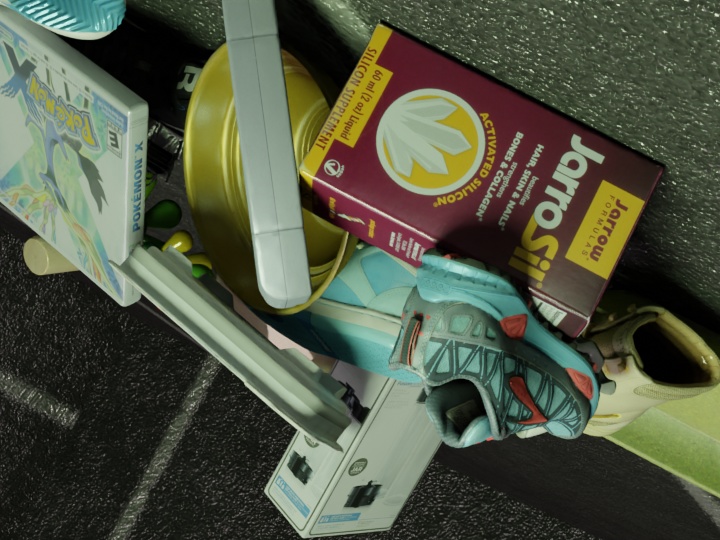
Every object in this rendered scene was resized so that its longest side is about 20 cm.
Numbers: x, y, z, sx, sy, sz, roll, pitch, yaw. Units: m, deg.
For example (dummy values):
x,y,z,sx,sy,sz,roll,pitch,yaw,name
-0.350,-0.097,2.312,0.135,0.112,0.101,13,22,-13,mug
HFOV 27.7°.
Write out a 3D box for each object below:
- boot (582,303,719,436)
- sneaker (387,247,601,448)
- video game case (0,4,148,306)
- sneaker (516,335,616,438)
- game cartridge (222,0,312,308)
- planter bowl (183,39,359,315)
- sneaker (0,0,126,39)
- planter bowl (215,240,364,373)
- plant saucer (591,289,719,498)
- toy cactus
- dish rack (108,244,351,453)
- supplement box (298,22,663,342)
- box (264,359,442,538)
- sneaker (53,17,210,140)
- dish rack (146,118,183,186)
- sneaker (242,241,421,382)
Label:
x,y,z,sx,sy,sz,roll,pitch,yaw,name
0.154,0.061,1.098,0.199,0.073,0.155,24,156,-16,boot
0.076,0.068,0.899,0.079,0.096,0.200,16,162,43,sneaker
-0.235,-0.095,1.127,0.199,0.022,0.183,36,136,30,video game case
0.091,0.025,0.998,0.201,0.088,0.074,58,168,-6,sneaker
-0.061,-0.078,0.934,0.040,0.202,0.133,-7,176,-8,game cartridge
-0.041,-0.074,1.066,0.083,0.202,0.200,-12,-160,-39,planter bowl
-0.238,-0.221,1.058,0.199,0.077,0.081,32,179,26,sneaker
-0.043,0.004,1.246,0.199,0.201,0.135,23,167,26,planter bowl
0.256,0.095,1.205,0.199,0.048,0.200,27,153,7,plant saucer
-0.223,-0.029,1.259,0.200,0.103,0.165,46,-143,17,toy cactus
-0.086,0.052,1.083,0.200,0.044,0.172,38,177,16,dish rack
0.072,-0.052,0.913,0.199,0.111,0.086,27,168,5,supplement box
0.017,0.123,1.212,0.116,0.201,0.060,7,-152,-48,box
-0.163,-0.162,1.149,0.199,0.074,0.111,26,170,-34,sneaker
-0.217,-0.132,1.248,0.153,0.055,0.200,31,-161,-12,dish rack
0.000,0.000,1.121,0.199,0.131,0.080,20,158,33,sneaker
